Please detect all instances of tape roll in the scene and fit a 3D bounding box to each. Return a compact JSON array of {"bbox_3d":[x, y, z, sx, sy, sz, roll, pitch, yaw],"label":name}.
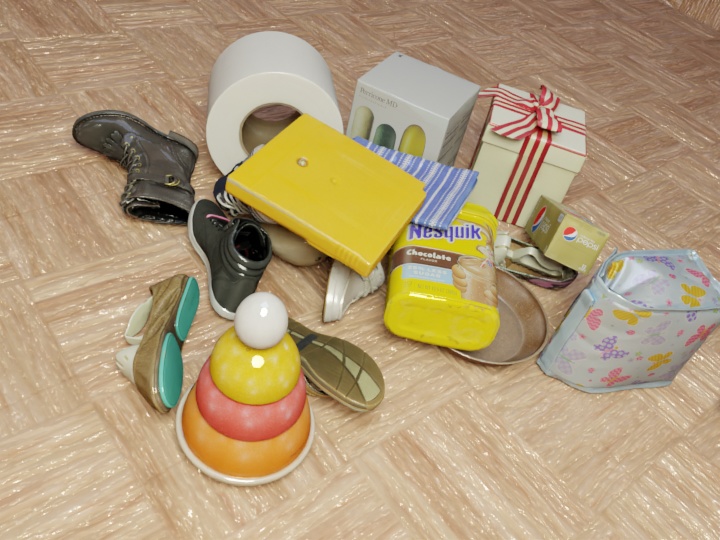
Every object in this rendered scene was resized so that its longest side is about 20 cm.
[{"bbox_3d":[-0.131,-0.236,1.017,0.200,0.204,0.140,4,41,-15],"label":"tape roll"}]

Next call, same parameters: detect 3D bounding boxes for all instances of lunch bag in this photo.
[{"bbox_3d":[0.341,0.062,0.866,0.197,0.171,0.128,-4,45,-22],"label":"lunch bag"}]

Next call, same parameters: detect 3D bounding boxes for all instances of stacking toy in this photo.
[{"bbox_3d":[-0.100,0.096,0.650,0.144,0.202,0.147,10,40,-8],"label":"stacking toy"}]

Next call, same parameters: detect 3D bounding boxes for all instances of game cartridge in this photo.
[{"bbox_3d":[-0.034,-0.098,0.819,0.199,0.033,0.177,33,48,8],"label":"game cartridge"}]

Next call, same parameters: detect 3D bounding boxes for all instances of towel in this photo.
[{"bbox_3d":[0.048,-0.122,0.912,0.198,0.024,0.145,19,42,18],"label":"towel"}]

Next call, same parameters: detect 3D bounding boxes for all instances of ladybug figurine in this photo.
[{"bbox_3d":[-0.067,-0.076,0.942,0.134,0.073,0.201,-4,40,18],"label":"ladybug figurine"}]

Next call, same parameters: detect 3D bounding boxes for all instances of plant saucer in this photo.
[{"bbox_3d":[0.155,0.059,0.910,0.198,0.037,0.202,10,40,-8],"label":"plant saucer"}]

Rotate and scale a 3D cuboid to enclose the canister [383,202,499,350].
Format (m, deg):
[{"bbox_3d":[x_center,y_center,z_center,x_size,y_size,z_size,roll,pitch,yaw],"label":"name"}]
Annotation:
[{"bbox_3d":[0.105,-0.002,0.868,0.146,0.087,0.201,11,41,-3],"label":"canister"}]

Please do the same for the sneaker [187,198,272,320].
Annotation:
[{"bbox_3d":[-0.162,-0.044,0.855,0.070,0.100,0.201,10,40,-37],"label":"sneaker"}]

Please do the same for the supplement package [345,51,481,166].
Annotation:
[{"bbox_3d":[0.069,-0.200,1.047,0.150,0.202,0.151,26,40,12],"label":"supplement package"}]

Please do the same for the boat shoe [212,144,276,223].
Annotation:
[{"bbox_3d":[-0.151,-0.096,0.902,0.075,0.092,0.201,51,12,-23],"label":"boat shoe"}]

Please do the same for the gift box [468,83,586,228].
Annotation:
[{"bbox_3d":[0.260,-0.197,1.122,0.197,0.188,0.186,17,39,-1],"label":"gift box"}]

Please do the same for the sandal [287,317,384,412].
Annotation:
[{"bbox_3d":[-0.055,0.110,0.773,0.198,0.055,0.080,22,32,29],"label":"sandal"}]

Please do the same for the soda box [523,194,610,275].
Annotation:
[{"bbox_3d":[0.295,-0.057,0.983,0.067,0.065,0.200,25,15,-1],"label":"soda box"}]

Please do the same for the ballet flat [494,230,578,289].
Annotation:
[{"bbox_3d":[0.228,-0.022,0.994,0.197,0.071,0.070,16,72,-3],"label":"ballet flat"}]

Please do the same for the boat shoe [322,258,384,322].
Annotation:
[{"bbox_3d":[0.000,0.000,0.896,0.068,0.071,0.201,17,39,4],"label":"boat shoe"}]

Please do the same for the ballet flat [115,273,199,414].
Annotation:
[{"bbox_3d":[-0.227,0.078,0.742,0.071,0.068,0.201,-8,42,3],"label":"ballet flat"}]

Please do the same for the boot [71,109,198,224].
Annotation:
[{"bbox_3d":[-0.314,-0.141,0.944,0.197,0.070,0.175,11,40,-17],"label":"boot"}]
